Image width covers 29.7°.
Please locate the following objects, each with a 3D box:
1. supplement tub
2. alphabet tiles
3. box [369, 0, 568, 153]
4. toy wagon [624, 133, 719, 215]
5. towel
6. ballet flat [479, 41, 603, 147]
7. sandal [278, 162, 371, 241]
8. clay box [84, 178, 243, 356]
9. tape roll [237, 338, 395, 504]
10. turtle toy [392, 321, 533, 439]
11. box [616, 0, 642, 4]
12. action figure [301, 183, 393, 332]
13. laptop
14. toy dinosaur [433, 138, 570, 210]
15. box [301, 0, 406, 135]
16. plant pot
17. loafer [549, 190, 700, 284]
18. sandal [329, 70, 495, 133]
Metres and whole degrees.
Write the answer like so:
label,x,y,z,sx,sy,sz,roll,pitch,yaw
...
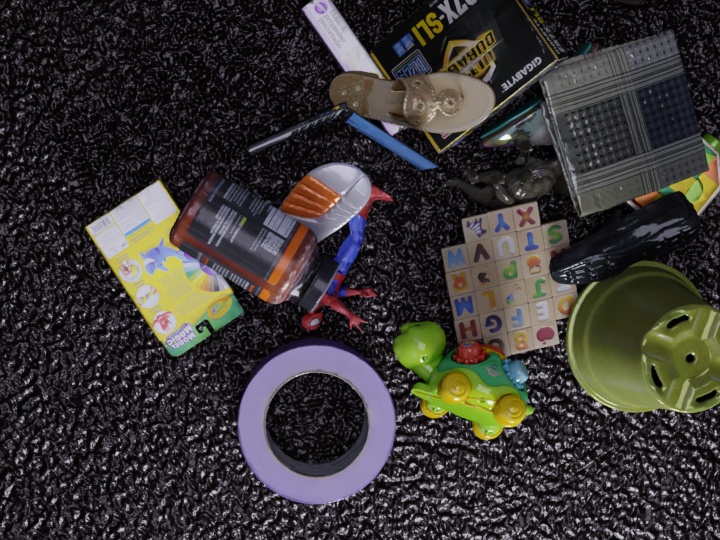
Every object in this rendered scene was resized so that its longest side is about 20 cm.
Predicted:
label,x,y,z,sx,sy,sz,roll,pitch,yaw
supplement tub,-0.127,-0.029,1.661,0.199,0.107,0.107,32,91,-4
alphabet tiles,0.194,0.015,1.746,0.166,0.006,0.201,-13,111,-3
box,0.132,-0.268,1.677,0.200,0.049,0.160,-36,85,31
toy wagon,0.370,-0.145,1.759,0.200,0.040,0.155,39,90,-5
towel,0.329,-0.186,1.710,0.199,0.035,0.194,-19,97,-14
ballet flat,0.246,-0.207,1.738,0.200,0.069,0.071,-41,102,-4
sandal,-0.071,-0.071,1.724,0.079,0.059,0.207,45,114,-11
clay box,-0.246,-0.002,1.723,0.115,0.048,0.201,-33,95,-3
tape roll,-0.057,0.190,1.729,0.199,0.085,0.201,0,93,-3
turtle toy,0.130,0.135,1.721,0.199,0.146,0.101,23,72,-4
box,0.332,-0.386,1.662,0.094,0.200,0.078,13,92,-4
action figure,0.000,0.000,1.728,0.099,0.065,0.201,32,91,9
laptop,-0.026,-0.138,1.660,0.199,0.187,0.116,-24,94,-2
toy dinosaur,0.195,-0.107,1.727,0.199,0.102,0.077,-25,55,14
box,-0.003,-0.260,1.728,0.039,0.041,0.200,-35,94,0
plant pot,0.379,0.095,1.691,0.199,0.184,0.202,-1,96,-10
loafer,0.330,-0.041,1.722,0.200,0.068,0.071,-22,60,3
sandal,0.054,-0.202,1.658,0.211,0.070,0.078,9,113,19
